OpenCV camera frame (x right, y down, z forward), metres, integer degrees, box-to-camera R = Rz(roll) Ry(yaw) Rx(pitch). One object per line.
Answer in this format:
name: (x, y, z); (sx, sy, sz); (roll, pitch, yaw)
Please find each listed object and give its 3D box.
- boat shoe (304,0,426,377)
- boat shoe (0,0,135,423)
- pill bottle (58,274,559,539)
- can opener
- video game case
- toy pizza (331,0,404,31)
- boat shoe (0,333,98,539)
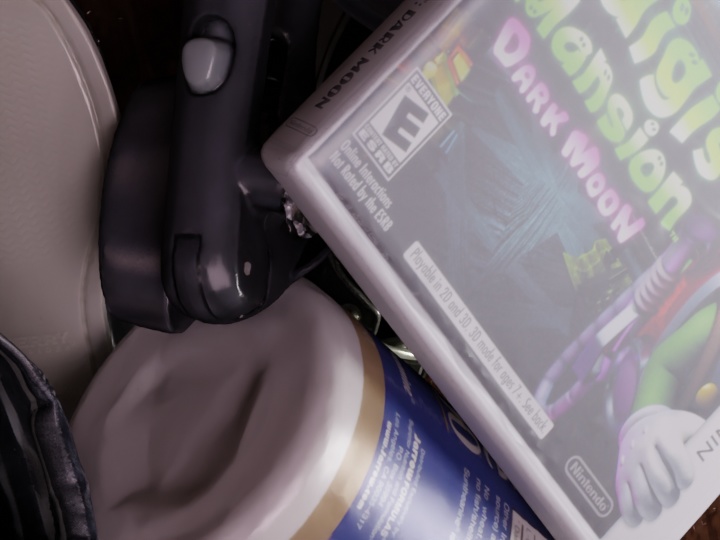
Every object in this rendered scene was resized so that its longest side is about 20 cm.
boat shoe: (0.000, 0.000, 0.794); (0.070, 0.064, 0.201); (0, 111, -23)
boat shoe: (-0.096, -0.004, 0.755); (0.073, 0.060, 0.201); (-4, 113, 12)
pill bottle: (0.006, 0.095, 0.743); (0.111, 0.111, 0.200); (-47, 128, 1)
can opener: (-0.033, -0.081, 0.680); (0.078, 0.063, 0.201); (8, 85, 16)
video game case: (0.088, -0.028, 0.694); (0.182, 0.023, 0.200); (-46, 124, -12)
toy pizza: (0.056, -0.161, 0.729); (0.199, 0.032, 0.202); (0, 93, 5)
boat shoe: (-0.147, 0.018, 0.683); (0.071, 0.091, 0.201); (-32, 92, -48)
